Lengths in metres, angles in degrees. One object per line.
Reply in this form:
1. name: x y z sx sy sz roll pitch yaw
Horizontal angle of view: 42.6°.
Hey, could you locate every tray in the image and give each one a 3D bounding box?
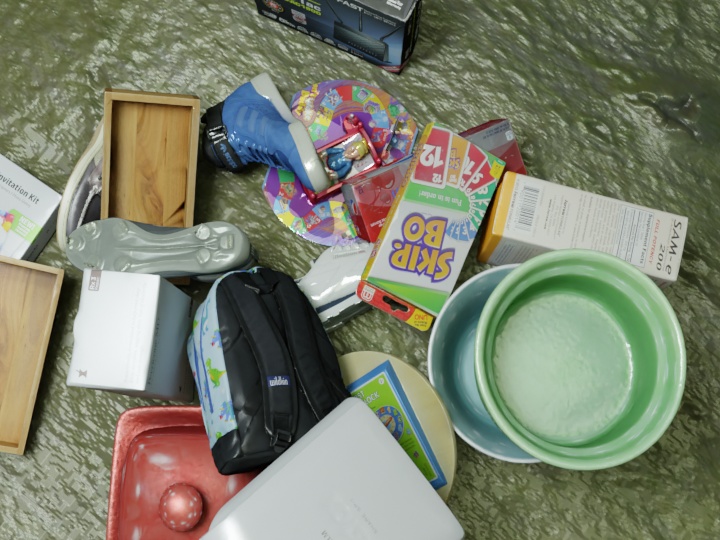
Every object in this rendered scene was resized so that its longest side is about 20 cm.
1. tray: -0.391 0.088 1.001 0.097 0.037 0.204 13 85 -16
2. tray: -0.230 -0.089 1.003 0.097 0.037 0.204 2 107 -17

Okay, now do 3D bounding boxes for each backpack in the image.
1. backpack: -0.100 0.096 0.935 0.161 0.153 0.204 -6 73 -33

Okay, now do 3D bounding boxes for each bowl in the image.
1. bowl: 0.165 0.102 0.990 0.196 0.105 0.205 0 79 -1

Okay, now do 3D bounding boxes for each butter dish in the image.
1. butter dish: -0.172 0.238 0.941 0.196 0.148 0.204 2 80 0

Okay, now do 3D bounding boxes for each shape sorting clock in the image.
1. shape sorting clock: 0.013 0.186 0.969 0.197 0.039 0.204 3 96 31

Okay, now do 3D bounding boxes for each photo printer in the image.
1. photo printer: -0.027 0.233 0.792 0.199 0.069 0.167 -36 84 -29

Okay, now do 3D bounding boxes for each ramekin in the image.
1. ramekin: 0.201 0.088 0.890 0.196 0.098 0.204 0 79 -1

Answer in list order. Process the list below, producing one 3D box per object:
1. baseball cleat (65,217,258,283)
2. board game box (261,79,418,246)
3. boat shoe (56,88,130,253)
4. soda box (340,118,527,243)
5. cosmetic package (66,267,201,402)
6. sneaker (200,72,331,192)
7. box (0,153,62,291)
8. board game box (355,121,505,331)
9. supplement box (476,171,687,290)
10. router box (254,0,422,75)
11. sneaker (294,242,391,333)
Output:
1. baseball cleat: -0.206 -0.011 0.975 0.196 0.107 0.071 3 74 11
2. board game box: -0.024 -0.132 1.066 0.155 0.039 0.203 18 79 3
3. boat shoe: -0.279 -0.108 1.046 0.064 0.072 0.203 18 74 8
4. soda box: 0.081 -0.101 1.032 0.197 0.063 0.071 -23 102 -10
5. cosmetic package: -0.223 0.072 0.944 0.079 0.200 0.115 5 81 2
6. sneaker: -0.113 -0.133 1.022 0.110 0.077 0.201 -30 51 -3
7. box: -0.448 -0.037 1.046 0.155 0.041 0.202 33 80 5
8. board game box: 0.074 -0.045 0.980 0.094 0.030 0.203 26 85 -16
9. supplement box: 0.235 -0.033 1.006 0.196 0.126 0.075 15 78 2
10. router box: -0.027 -0.311 1.045 0.197 0.150 0.063 24 80 5
11. sneaker: 0.000 0.000 1.028 0.197 0.077 0.081 -26 72 -6
